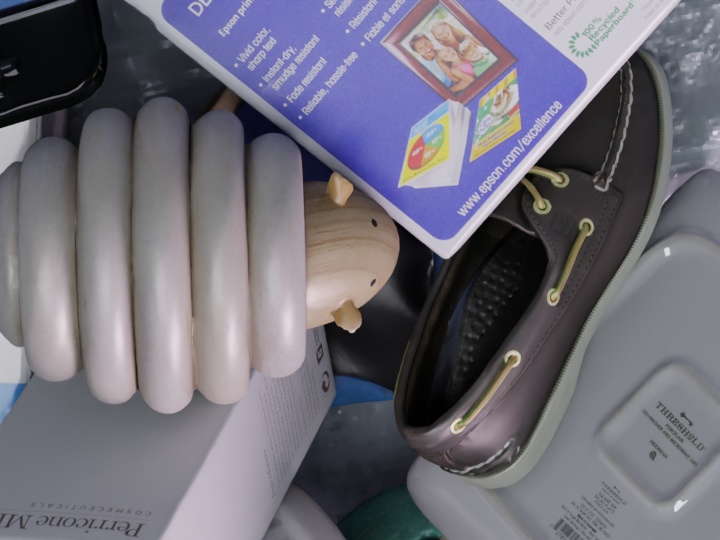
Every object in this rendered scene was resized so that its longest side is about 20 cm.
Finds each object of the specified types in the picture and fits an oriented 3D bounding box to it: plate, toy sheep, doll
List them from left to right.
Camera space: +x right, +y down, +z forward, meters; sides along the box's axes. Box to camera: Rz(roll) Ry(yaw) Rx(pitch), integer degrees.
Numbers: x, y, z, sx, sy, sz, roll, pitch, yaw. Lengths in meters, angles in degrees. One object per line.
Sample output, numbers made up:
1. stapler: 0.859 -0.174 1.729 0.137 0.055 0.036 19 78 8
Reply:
1. toy sheep: -0.084 -0.006 1.089 0.199 0.138 0.138 -5 113 -3
2. doll: 0.000 0.000 1.216 0.200 0.048 0.136 40 115 -11
3. plate: 0.134 0.074 1.141 0.200 0.200 0.032 -46 143 3

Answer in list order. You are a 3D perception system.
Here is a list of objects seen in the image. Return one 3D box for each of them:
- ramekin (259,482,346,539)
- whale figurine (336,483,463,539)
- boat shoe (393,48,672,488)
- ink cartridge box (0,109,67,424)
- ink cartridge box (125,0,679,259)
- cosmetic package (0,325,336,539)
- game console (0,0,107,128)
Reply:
1. ramekin: -0.060 0.195 1.193 0.094 0.202 0.203 -15 115 -26
2. whale figurine: 0.040 0.177 1.275 0.159 0.104 0.200 -10 136 1
3. boat shoe: 0.073 -0.010 1.151 0.072 0.061 0.202 14 80 39
4. ink cartridge box: -0.204 -0.018 1.188 0.144 0.084 0.201 4 99 3
5. ink cartridge box: 0.022 -0.139 1.081 0.200 0.047 0.198 39 109 -9
6. cosmetic package: -0.090 0.078 1.143 0.101 0.200 0.071 2 124 19
7. game console: -0.212 -0.152 1.084 0.175 0.116 0.201 -16 71 9
